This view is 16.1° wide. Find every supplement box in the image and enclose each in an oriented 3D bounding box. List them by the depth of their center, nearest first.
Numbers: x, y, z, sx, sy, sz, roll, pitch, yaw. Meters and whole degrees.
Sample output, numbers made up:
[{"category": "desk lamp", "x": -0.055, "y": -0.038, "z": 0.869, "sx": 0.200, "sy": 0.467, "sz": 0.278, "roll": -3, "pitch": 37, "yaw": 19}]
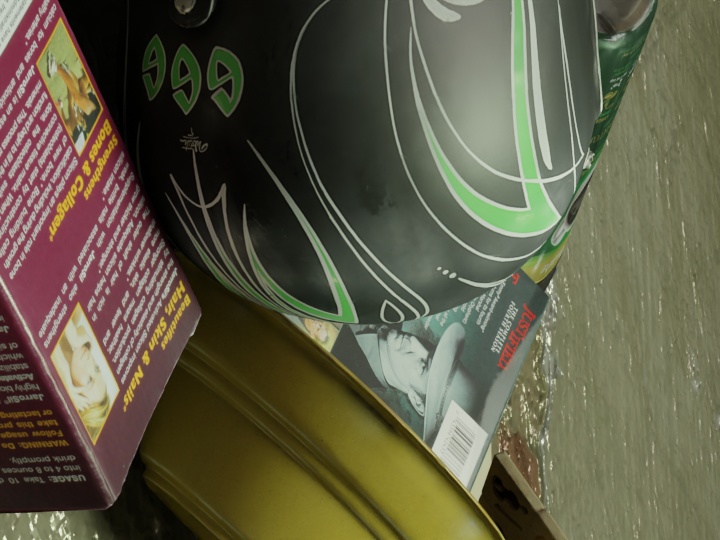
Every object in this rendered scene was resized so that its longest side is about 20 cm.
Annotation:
[{"category": "supplement box", "x": -0.142, "y": -0.020, "z": 0.919, "sx": 0.111, "sy": 0.085, "sz": 0.201, "roll": -68, "pitch": 146, "yaw": -45}]

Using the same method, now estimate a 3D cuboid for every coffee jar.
[{"category": "coffee jar", "x": 0.088, "y": -0.072, "z": 1.378, "sx": 0.104, "sy": 0.085, "sz": 0.201, "roll": -54, "pitch": 165, "yaw": -57}]

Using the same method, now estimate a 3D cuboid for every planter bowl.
[{"category": "planter bowl", "x": -0.035, "y": 0.090, "z": 1.102, "sx": 0.084, "sy": 0.200, "sz": 0.201, "roll": -48, "pitch": 142, "yaw": -10}]

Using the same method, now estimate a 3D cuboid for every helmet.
[{"category": "helmet", "x": 0.000, "y": -0.072, "z": 1.006, "sx": 0.200, "sy": 0.199, "sz": 0.192, "roll": -50, "pitch": 138, "yaw": -58}]

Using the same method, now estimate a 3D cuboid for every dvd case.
[{"category": "dvd case", "x": 0.000, "y": 0.000, "z": 1.209, "sx": 0.200, "sy": 0.022, "sz": 0.146, "roll": 43, "pitch": 46, "yaw": -19}]

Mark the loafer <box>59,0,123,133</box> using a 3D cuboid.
[{"category": "loafer", "x": -0.097, "y": -0.125, "z": 1.084, "sx": 0.063, "sy": 0.071, "sz": 0.201, "roll": -90, "pitch": 173, "yaw": -65}]

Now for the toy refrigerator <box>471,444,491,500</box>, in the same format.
[{"category": "toy refrigerator", "x": 0.024, "y": 0.050, "z": 1.311, "sx": 0.070, "sy": 0.075, "sz": 0.201, "roll": 19, "pitch": 69, "yaw": -65}]

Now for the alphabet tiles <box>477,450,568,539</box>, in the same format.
[{"category": "alphabet tiles", "x": 0.072, "y": 0.173, "z": 1.160, "sx": 0.167, "sy": 0.008, "sz": 0.200, "roll": 55, "pitch": -27, "yaw": 26}]
